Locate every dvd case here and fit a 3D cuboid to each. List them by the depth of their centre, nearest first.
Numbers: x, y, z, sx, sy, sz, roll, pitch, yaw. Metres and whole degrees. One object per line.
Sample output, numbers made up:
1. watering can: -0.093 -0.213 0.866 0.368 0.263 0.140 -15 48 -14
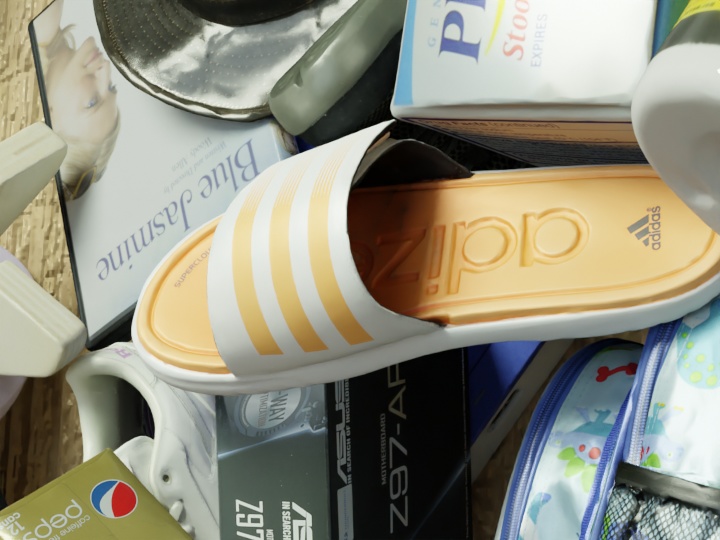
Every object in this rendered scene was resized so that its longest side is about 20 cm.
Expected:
1. dvd case: -0.097 -0.078 0.896 0.142 0.018 0.201 -35 55 30

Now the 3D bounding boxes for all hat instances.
1. hat: -0.046 -0.169 0.830 0.199 0.081 0.202 -9 64 19

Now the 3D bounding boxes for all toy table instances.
1. toy table: -0.212 0.008 0.862 0.183 0.200 0.117 32 129 0

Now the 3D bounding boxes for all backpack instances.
1. backpack: 0.136 0.088 0.627 0.146 0.183 0.201 13 80 38

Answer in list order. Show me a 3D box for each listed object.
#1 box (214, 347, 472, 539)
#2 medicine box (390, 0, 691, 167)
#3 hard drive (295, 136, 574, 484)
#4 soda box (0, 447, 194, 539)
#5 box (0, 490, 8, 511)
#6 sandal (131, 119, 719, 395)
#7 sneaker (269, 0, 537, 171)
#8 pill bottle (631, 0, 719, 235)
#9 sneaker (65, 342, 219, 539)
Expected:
1. box: -0.001 0.117 0.710 0.043 0.160 0.201 -1 92 21
2. medicine box: 0.115 -0.123 0.665 0.102 0.200 0.183 5 85 36
3. hard drive: 0.000 0.000 0.833 0.200 0.025 0.132 43 107 32
4. soda box: -0.123 0.171 0.805 0.068 0.064 0.201 42 140 23
5. box: -0.284 0.086 0.953 0.149 0.107 0.201 -48 58 35
6. sandal: 0.016 -0.015 0.600 0.205 0.059 0.080 -9 52 18
7. sneaker: 0.034 -0.057 0.704 0.076 0.199 0.114 -43 87 13
8. pill bottle: 0.175 -0.095 0.538 0.114 0.114 0.200 26 74 35
9. sneaker: -0.082 0.124 0.826 0.075 0.099 0.201 -31 67 25
